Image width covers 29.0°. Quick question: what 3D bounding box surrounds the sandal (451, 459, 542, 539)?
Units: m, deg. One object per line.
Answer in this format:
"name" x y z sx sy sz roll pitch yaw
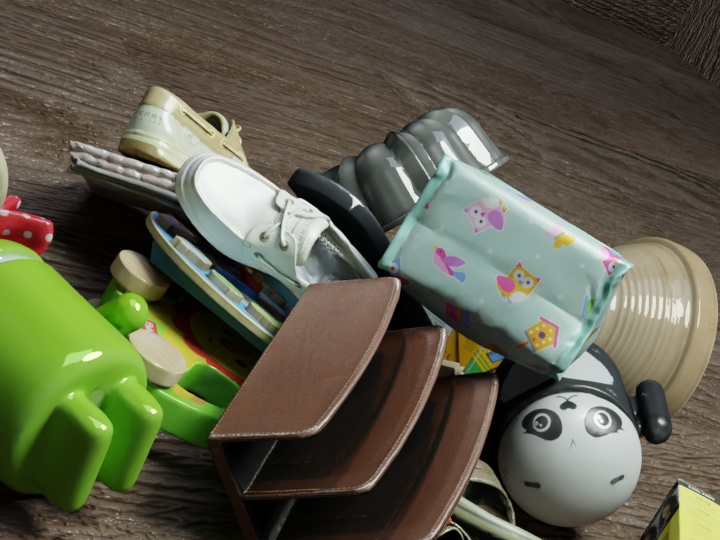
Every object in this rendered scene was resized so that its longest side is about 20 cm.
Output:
"sandal" 0.068 0.161 1.049 0.200 0.057 0.080 34 -21 14

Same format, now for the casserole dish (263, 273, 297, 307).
"casserole dish" -0.017 0.040 1.276 0.121 0.039 0.200 16 25 -32

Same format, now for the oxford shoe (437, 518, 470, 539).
"oxford shoe" 0.044 0.192 0.970 0.070 0.075 0.200 8 29 -41

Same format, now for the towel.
"towel" -0.148 -0.058 1.205 0.199 0.032 0.191 18 -3 -1

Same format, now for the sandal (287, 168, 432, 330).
"sandal" 0.001 0.000 1.162 0.076 0.043 0.201 10 -41 56

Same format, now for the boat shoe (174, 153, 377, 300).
"boat shoe" -0.051 -0.026 1.075 0.200 0.071 0.069 37 -23 -19

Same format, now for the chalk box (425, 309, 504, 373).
"chalk box" 0.127 0.012 1.394 0.125 0.124 0.200 38 24 20

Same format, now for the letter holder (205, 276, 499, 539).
"letter holder" 0.007 0.094 0.961 0.141 0.101 0.200 -7 27 24

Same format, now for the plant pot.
"plant pot" 0.236 0.055 1.328 0.092 0.202 0.201 21 23 -27

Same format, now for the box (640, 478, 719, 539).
"box" 0.259 0.250 1.114 0.050 0.076 0.200 27 23 2

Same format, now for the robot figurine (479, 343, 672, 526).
"robot figurine" 0.173 0.130 1.193 0.125 0.150 0.200 38 20 -13

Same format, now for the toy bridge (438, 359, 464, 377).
"toy bridge" 0.056 0.114 1.178 0.067 0.027 0.200 11 13 18

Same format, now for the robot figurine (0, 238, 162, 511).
"robot figurine" -0.216 0.060 0.883 0.200 0.116 0.175 40 31 26

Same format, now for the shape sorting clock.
"shape sorting clock" -0.091 0.018 1.114 0.200 0.039 0.200 37 4 -3

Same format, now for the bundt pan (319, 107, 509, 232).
"bundt pan" 0.032 -0.085 1.273 0.076 0.201 0.202 61 25 -2

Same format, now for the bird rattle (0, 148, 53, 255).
"bird rattle" -0.305 -0.042 0.958 0.199 0.163 0.113 7 48 -25

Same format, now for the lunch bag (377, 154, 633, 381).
"lunch bag" 0.118 0.002 1.104 0.170 0.122 0.200 32 1 10

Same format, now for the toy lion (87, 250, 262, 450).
"toy lion" -0.113 0.075 1.056 0.191 0.069 0.200 28 17 -24

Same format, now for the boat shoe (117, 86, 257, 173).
"boat shoe" -0.133 -0.105 1.206 0.074 0.067 0.200 16 -4 22
